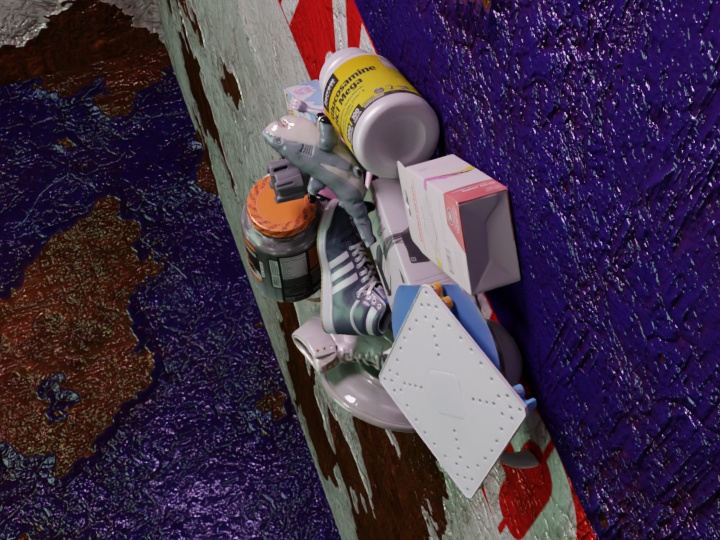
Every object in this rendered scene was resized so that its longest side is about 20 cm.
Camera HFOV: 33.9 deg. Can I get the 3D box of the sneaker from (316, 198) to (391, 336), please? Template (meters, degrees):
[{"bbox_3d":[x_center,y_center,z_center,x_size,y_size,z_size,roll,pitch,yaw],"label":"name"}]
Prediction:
[{"bbox_3d":[0.000,0.000,1.671,0.070,0.108,0.201,-31,-55,-57],"label":"sneaker"}]

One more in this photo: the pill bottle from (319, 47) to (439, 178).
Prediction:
[{"bbox_3d":[0.016,-0.210,1.521,0.200,0.112,0.113,-123,20,-52],"label":"pill bottle"}]

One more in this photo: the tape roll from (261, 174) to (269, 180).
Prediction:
[{"bbox_3d":[-0.092,-0.079,1.996,0.071,0.202,0.203,-135,30,-66],"label":"tape roll"}]

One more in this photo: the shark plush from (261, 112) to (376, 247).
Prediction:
[{"bbox_3d":[-0.042,-0.121,1.538,0.200,0.083,0.091,56,-179,-24],"label":"shark plush"}]

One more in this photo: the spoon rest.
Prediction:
[{"bbox_3d":[0.170,0.153,1.445,0.099,0.060,0.201,-140,34,-69],"label":"spoon rest"}]

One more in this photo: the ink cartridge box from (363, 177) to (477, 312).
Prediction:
[{"bbox_3d":[0.072,-0.020,1.594,0.145,0.083,0.201,116,136,-74],"label":"ink cartridge box"}]

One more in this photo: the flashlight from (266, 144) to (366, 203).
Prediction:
[{"bbox_3d":[-0.024,-0.137,1.596,0.068,0.199,0.068,139,112,-78],"label":"flashlight"}]

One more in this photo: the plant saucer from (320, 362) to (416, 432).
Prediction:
[{"bbox_3d":[0.039,0.174,1.833,0.200,0.199,0.050,56,132,55],"label":"plant saucer"}]

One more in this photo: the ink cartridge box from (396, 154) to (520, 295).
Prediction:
[{"bbox_3d":[0.112,-0.064,1.394,0.200,0.067,0.117,-134,30,-62],"label":"ink cartridge box"}]

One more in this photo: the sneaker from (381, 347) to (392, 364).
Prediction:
[{"bbox_3d":[0.105,0.116,1.638,0.077,0.088,0.200,62,155,-12],"label":"sneaker"}]

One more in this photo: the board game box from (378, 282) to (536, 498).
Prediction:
[{"bbox_3d":[0.112,0.145,1.424,0.200,0.026,0.200,52,144,25],"label":"board game box"}]

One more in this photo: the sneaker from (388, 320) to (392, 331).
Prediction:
[{"bbox_3d":[0.054,0.077,1.859,0.200,0.074,0.089,-27,78,66],"label":"sneaker"}]

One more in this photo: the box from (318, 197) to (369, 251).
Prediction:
[{"bbox_3d":[-0.005,-0.041,1.849,0.200,0.114,0.133,-135,31,-67],"label":"box"}]

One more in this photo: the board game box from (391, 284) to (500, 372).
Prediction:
[{"bbox_3d":[0.115,0.087,1.452,0.200,0.039,0.159,-3,104,56],"label":"board game box"}]

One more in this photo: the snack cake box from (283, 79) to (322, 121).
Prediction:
[{"bbox_3d":[-0.064,-0.239,1.964,0.200,0.067,0.116,-134,29,-65],"label":"snack cake box"}]

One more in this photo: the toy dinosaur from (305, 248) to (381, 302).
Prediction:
[{"bbox_3d":[0.026,0.018,1.739,0.101,0.200,0.058,56,-159,0],"label":"toy dinosaur"}]

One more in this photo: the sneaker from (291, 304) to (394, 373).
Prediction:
[{"bbox_3d":[-0.010,0.128,1.778,0.200,0.116,0.074,31,150,29],"label":"sneaker"}]

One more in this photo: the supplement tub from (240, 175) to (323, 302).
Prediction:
[{"bbox_3d":[-0.109,-0.048,1.725,0.200,0.122,0.123,88,161,-61],"label":"supplement tub"}]

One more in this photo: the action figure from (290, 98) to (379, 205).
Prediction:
[{"bbox_3d":[-0.016,-0.189,1.724,0.148,0.134,0.201,16,100,38],"label":"action figure"}]
